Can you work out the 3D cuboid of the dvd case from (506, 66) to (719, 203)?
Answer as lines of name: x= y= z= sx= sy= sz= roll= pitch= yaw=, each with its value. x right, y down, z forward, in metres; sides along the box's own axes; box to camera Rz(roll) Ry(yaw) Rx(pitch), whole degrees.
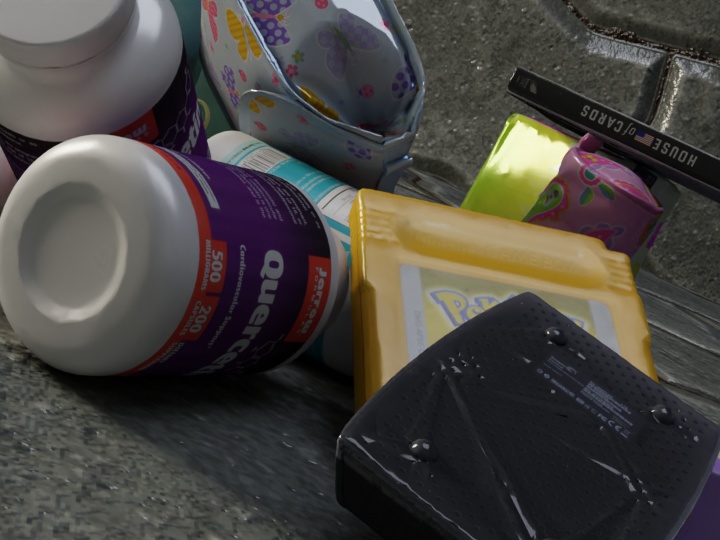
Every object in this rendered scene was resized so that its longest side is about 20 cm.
dvd case: x=0.217 y=-0.091 z=1.004 sx=0.199 sy=0.025 sz=0.150 roll=28 pitch=7 yaw=20

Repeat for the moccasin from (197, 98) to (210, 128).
moccasin: x=-0.152 y=-0.106 z=0.912 sx=0.078 sy=0.074 sz=0.201 roll=37 pitch=-9 yaw=30

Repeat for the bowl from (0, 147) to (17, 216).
bowl: x=-0.282 y=-0.104 z=0.890 sx=0.199 sy=0.075 sz=0.200 roll=24 pitch=8 yaw=6

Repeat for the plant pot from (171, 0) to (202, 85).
plant pot: x=-0.204 y=-0.195 z=1.055 sx=0.199 sy=0.188 sz=0.200 roll=29 pitch=-15 yaw=9

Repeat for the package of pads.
package of pads: x=0.138 y=-0.011 z=1.067 sx=0.154 sy=0.201 sz=0.068 roll=31 pitch=4 yaw=41

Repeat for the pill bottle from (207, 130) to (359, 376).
pill bottle: x=-0.027 y=-0.003 z=0.867 sx=0.199 sy=0.111 sz=0.111 roll=28 pitch=9 yaw=18

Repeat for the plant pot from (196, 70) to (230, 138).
plant pot: x=-0.175 y=-0.173 z=1.378 sx=0.199 sy=0.135 sz=0.200 roll=24 pitch=9 yaw=-4

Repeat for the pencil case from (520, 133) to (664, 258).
pencil case: x=0.132 y=0.004 z=0.960 sx=0.087 sy=0.200 sz=0.088 roll=30 pitch=19 yaw=-11

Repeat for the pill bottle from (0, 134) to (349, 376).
pill bottle: x=-0.085 y=-0.002 z=0.692 sx=0.112 sy=0.113 sz=0.200 roll=29 pitch=10 yaw=27

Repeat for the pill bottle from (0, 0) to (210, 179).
pill bottle: x=-0.148 y=-0.093 z=0.740 sx=0.112 sy=0.113 sz=0.200 roll=27 pitch=-23 yaw=15

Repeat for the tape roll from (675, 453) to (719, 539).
tape roll: x=0.158 y=0.113 z=0.842 sx=0.199 sy=0.066 sz=0.200 roll=25 pitch=8 yaw=-4

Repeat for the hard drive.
hard drive: x=0.079 y=0.085 z=0.602 sx=0.135 sy=0.042 sz=0.200 roll=36 pitch=30 yaw=15

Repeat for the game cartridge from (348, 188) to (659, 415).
game cartridge: x=0.081 y=0.044 z=0.734 sx=0.175 sy=0.033 sz=0.201 roll=11 pitch=45 yaw=-14

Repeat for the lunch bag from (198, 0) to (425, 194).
lunch bag: x=-0.035 y=-0.129 z=0.941 sx=0.201 sy=0.127 sz=0.170 roll=61 pitch=-16 yaw=13
